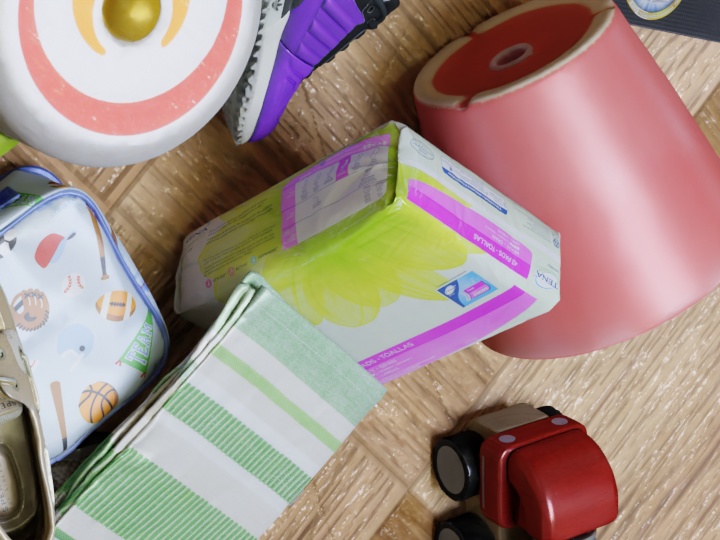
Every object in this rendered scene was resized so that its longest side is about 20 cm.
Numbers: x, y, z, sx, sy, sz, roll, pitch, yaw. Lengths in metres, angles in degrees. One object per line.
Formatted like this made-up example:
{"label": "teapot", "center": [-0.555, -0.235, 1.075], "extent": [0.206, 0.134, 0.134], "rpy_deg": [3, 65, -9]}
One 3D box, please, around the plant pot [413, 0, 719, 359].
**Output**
{"label": "plant pot", "center": [0.131, -0.069, 1.426], "extent": [0.200, 0.200, 0.178], "rpy_deg": [-36, 115, -20]}

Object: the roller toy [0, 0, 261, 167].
{"label": "roller toy", "center": [-0.153, -0.157, 1.213], "extent": [0.181, 0.139, 0.202], "rpy_deg": [-10, 111, -33]}

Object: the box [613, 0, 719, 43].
{"label": "box", "center": [0.245, -0.242, 1.526], "extent": [0.199, 0.044, 0.162], "rpy_deg": [6, 102, -36]}

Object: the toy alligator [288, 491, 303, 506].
{"label": "toy alligator", "center": [-0.130, 0.157, 1.400], "extent": [0.199, 0.060, 0.054], "rpy_deg": [-2, 149, -36]}

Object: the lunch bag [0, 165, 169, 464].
{"label": "lunch bag", "center": [-0.215, 0.038, 1.282], "extent": [0.200, 0.075, 0.161], "rpy_deg": [-39, 122, -17]}

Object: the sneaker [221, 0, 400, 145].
{"label": "sneaker", "center": [-0.026, -0.148, 1.295], "extent": [0.099, 0.070, 0.201], "rpy_deg": [-7, 145, -21]}

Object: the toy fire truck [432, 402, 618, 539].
{"label": "toy fire truck", "center": [0.131, 0.207, 1.505], "extent": [0.128, 0.200, 0.178], "rpy_deg": [-14, 114, -31]}

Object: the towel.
{"label": "towel", "center": [-0.089, 0.111, 1.332], "extent": [0.200, 0.023, 0.153], "rpy_deg": [-49, 135, -2]}

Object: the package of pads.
{"label": "package of pads", "center": [0.000, 0.000, 1.347], "extent": [0.154, 0.199, 0.069], "rpy_deg": [31, 47, -35]}

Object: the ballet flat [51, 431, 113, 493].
{"label": "ballet flat", "center": [-0.108, 0.111, 1.374], "extent": [0.199, 0.067, 0.047], "rpy_deg": [-13, 97, -39]}

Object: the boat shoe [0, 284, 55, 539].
{"label": "boat shoe", "center": [-0.210, 0.066, 1.211], "extent": [0.072, 0.065, 0.202], "rpy_deg": [-22, 114, -24]}
